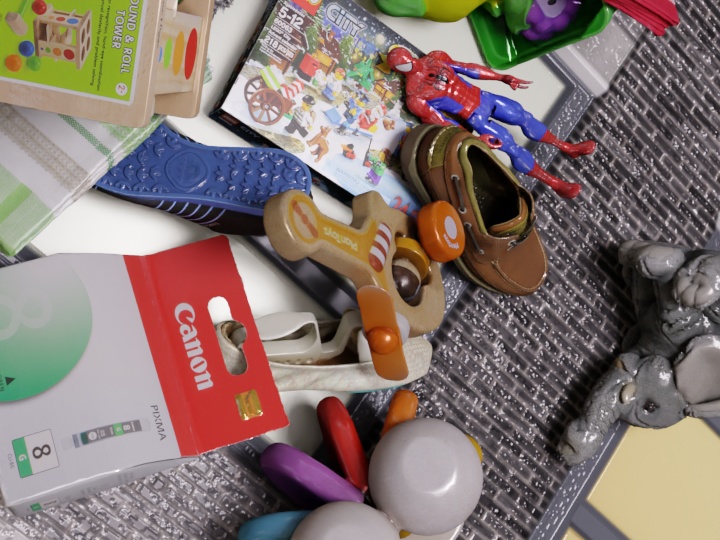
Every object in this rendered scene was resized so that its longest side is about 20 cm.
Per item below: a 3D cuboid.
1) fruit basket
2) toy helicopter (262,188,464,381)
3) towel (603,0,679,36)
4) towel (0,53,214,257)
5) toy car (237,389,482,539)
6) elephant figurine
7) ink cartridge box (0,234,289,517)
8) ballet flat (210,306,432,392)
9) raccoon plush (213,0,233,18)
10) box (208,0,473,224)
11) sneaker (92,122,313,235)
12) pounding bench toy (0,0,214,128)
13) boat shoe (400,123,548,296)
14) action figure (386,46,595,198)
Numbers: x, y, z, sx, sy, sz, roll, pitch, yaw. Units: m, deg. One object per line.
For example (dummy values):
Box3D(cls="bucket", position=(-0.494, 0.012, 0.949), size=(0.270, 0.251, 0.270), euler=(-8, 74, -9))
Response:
Box3D(cls="fruit basket", position=(0.108, -0.269, 0.878), size=(0.214, 0.155, 0.219), euler=(9, 76, -39))
Box3D(cls="toy helicopter", position=(0.000, 0.000, 0.775), size=(0.199, 0.078, 0.134), euler=(24, 57, -49))
Box3D(cls="towel", position=(0.202, -0.298, 0.864), size=(0.144, 0.022, 0.203), euler=(7, 70, -52))
Box3D(cls="towel", position=(-0.221, -0.122, 0.757), size=(0.149, 0.031, 0.200), euler=(40, 74, 11))
Box3D(cls="toy car", position=(-0.008, 0.174, 0.808), size=(0.150, 0.175, 0.200), euler=(42, 71, 15))
Box3D(cls="elephant figurine", position=(0.276, 0.079, 0.959), size=(0.141, 0.153, 0.203), euler=(-6, 105, -66))
Box3D(cls="ink cartridge box", position=(-0.165, 0.061, 0.745), size=(0.198, 0.050, 0.163), euler=(-16, 72, -13))
Box3D(cls="ballet flat", position=(-0.025, 0.060, 0.834), size=(0.197, 0.068, 0.063), euler=(-5, 131, -24))
Box3D(cls="raccoon plush", position=(-0.068, -0.249, 0.770), size=(0.097, 0.199, 0.135), euler=(48, 58, -29))
Box3D(cls="box", position=(-0.006, -0.133, 0.870), size=(0.199, 0.038, 0.138), euler=(31, 77, -20))
Box3D(cls="sneaker", position=(-0.133, -0.066, 0.798), size=(0.197, 0.078, 0.071), euler=(15, 70, 0))
Box3D(cls="pounding bench toy", position=(-0.159, -0.202, 0.661), size=(0.122, 0.156, 0.203), euler=(10, 101, 3))
Box3D(cls="boat shoe", position=(0.108, -0.039, 0.875), size=(0.200, 0.068, 0.072), euler=(43, 69, -39))
Box3D(cls="action figure", position=(0.105, -0.128, 0.876), size=(0.198, 0.052, 0.066), euler=(26, 81, -19))
